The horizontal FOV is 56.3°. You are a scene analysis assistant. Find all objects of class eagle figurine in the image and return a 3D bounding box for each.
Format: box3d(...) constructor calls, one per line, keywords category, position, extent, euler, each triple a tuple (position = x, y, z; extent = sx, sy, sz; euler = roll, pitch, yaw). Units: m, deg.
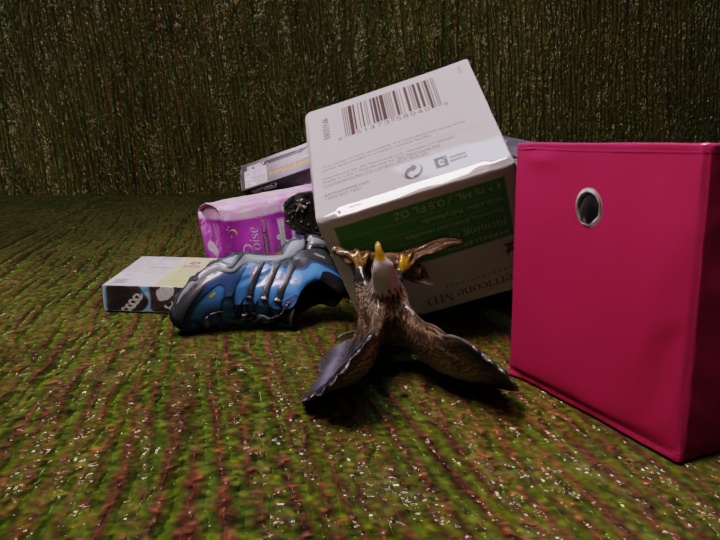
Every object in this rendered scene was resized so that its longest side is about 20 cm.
box3d(category="eagle figurine", position=(0.027, 0.048, 0.569), extent=(0.151, 0.151, 0.201), euler=(-37, 36, 19))

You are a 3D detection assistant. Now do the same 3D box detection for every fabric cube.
box3d(category="fabric cube", position=(0.249, 0.001, 0.528), extent=(0.197, 0.203, 0.196), euler=(-4, 12, -23))

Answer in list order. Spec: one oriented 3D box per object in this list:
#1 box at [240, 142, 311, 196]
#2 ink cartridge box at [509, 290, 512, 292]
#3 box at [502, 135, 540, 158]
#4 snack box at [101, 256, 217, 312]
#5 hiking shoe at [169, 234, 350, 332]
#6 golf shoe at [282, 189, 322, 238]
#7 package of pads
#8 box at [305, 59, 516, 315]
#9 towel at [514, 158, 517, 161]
box3d(category="box", position=(-0.069, -0.141, 1.081), extent=(0.197, 0.049, 0.158), euler=(-15, -26, 15))
box3d(category="ink cartridge box", position=(0.285, 0.001, 0.973), extent=(0.196, 0.043, 0.119), euler=(-4, 12, -10))
box3d(category="box", position=(0.236, -0.136, 1.045), extent=(0.142, 0.036, 0.200), euler=(22, -16, 38))
box3d(category="snack box", position=(-0.207, 0.017, 0.854), extent=(0.196, 0.038, 0.116), euler=(1, 19, 7))
box3d(category="hiking shoe", position=(-0.107, 0.026, 0.734), extent=(0.198, 0.075, 0.087), euler=(-23, 57, -22))
box3d(category="golf shoe", position=(-0.005, -0.083, 0.911), extent=(0.196, 0.079, 0.095), euler=(1, 23, -1))
box3d(category="package of pads", position=(-0.128, -0.054, 0.979), extent=(0.198, 0.123, 0.075), euler=(-16, 14, -34))
box3d(category="box", position=(0.060, -0.082, 0.733), extent=(0.196, 0.172, 0.202), euler=(-16, 44, 8))
box3d(category="towel", position=(0.268, -0.046, 0.829), extent=(0.197, 0.194, 0.032), euler=(-6, -10, -28))
